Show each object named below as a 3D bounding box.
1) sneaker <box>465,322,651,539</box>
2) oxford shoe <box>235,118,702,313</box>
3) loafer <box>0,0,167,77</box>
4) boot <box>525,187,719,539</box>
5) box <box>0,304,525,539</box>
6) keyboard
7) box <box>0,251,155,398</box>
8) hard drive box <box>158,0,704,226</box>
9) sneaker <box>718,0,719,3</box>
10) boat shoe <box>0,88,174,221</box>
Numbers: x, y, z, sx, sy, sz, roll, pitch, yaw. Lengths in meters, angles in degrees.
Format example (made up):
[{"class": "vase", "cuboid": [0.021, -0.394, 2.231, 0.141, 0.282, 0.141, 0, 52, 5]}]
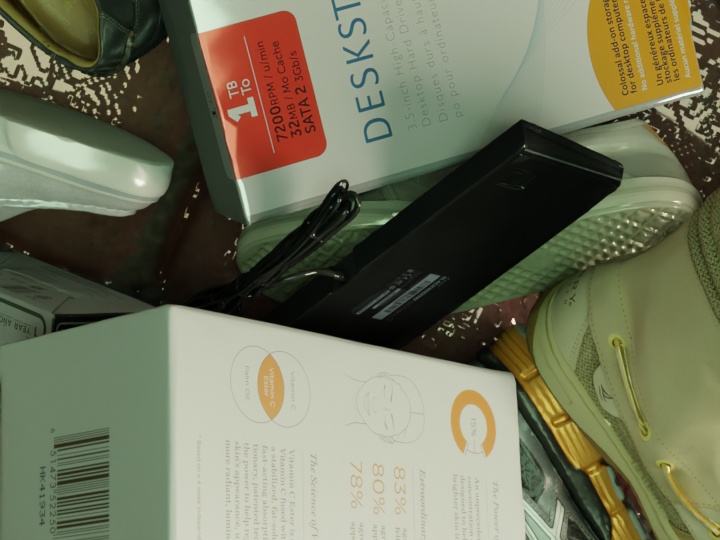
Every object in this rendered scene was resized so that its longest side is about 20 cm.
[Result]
[{"class": "sneaker", "cuboid": [0.089, 0.125, 0.947, 0.077, 0.078, 0.201, -28, 90, 3]}, {"class": "oxford shoe", "cuboid": [0.045, -0.023, 0.928, 0.199, 0.075, 0.058, -9, 56, 6]}, {"class": "loafer", "cuboid": [-0.155, -0.160, 0.876, 0.200, 0.072, 0.073, 42, 111, -7]}, {"class": "boot", "cuboid": [0.172, 0.061, 0.857, 0.073, 0.155, 0.200, -40, 91, -34]}, {"class": "box", "cuboid": [-0.034, 0.094, 0.836, 0.097, 0.199, 0.125, -13, 72, 40]}, {"class": "keyboard", "cuboid": [0.000, 0.000, 0.874, 0.200, 0.127, 0.021, -38, 59, 30]}, {"class": "box", "cuboid": [-0.149, 0.101, 0.904, 0.060, 0.116, 0.201, 0, 102, -44]}, {"class": "hard drive box", "cuboid": [0.021, -0.121, 0.877, 0.199, 0.077, 0.157, -17, 100, -12]}, {"class": "sneaker", "cuboid": [0.189, -0.040, 0.902, 0.121, 0.084, 0.200, -44, 92, -17]}, {"class": "boat shoe", "cuboid": [-0.179, -0.043, 0.903, 0.199, 0.072, 0.069, 11, 102, -5]}]
